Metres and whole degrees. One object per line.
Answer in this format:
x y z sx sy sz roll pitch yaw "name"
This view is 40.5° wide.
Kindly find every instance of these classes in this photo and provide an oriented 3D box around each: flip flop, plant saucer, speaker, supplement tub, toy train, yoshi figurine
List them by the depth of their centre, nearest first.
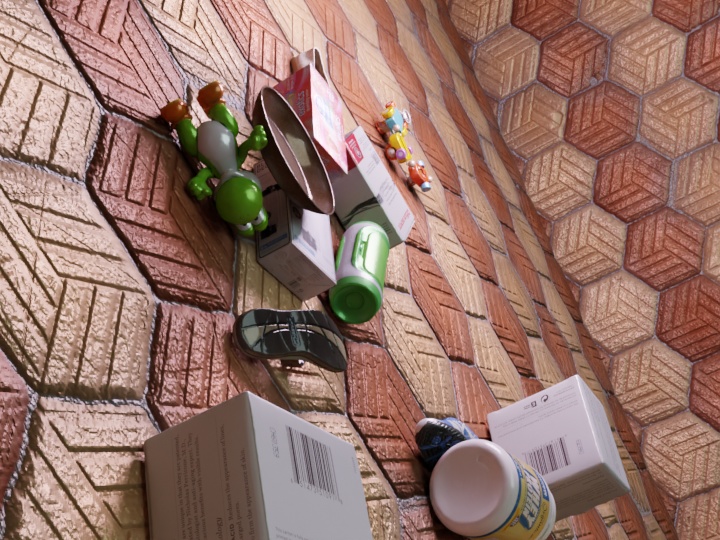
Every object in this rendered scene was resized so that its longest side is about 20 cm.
-0.092 0.094 1.251 0.199 0.057 0.082 10 59 -47 "flip flop"
-0.177 -0.139 1.268 0.112 0.112 0.201 -34 99 -54 "yoshi figurine"
-0.099 -0.161 1.367 0.201 0.036 0.201 58 15 -26 "plant saucer"
0.211 0.356 1.519 0.200 0.144 0.146 37 32 -49 "supplement tub"
0.000 0.000 1.538 0.089 0.088 0.200 54 22 -22 "speaker"
0.090 -0.268 2.140 0.150 0.055 0.201 25 45 -61 "toy train"

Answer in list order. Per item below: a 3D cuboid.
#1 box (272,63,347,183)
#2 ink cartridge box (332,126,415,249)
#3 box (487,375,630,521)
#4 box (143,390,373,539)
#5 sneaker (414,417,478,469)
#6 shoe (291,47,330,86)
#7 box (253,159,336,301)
-0.091 -0.223 1.571 0.095 0.102 0.201 45 28 -38 "box"
0.005 -0.136 1.719 0.201 0.083 0.144 58 20 -11 "ink cartridge box"
0.364 0.338 1.812 0.131 0.198 0.201 46 25 -39 "box"
-0.090 0.252 0.936 0.199 0.130 0.201 37 33 -50 "box"
0.138 0.276 1.573 0.200 0.076 0.077 38 9 -49 "sneaker"
-0.082 -0.328 1.788 0.070 0.053 0.201 33 35 -53 "shoe"
-0.097 -0.069 1.422 0.117 0.060 0.201 45 27 -40 "box"
